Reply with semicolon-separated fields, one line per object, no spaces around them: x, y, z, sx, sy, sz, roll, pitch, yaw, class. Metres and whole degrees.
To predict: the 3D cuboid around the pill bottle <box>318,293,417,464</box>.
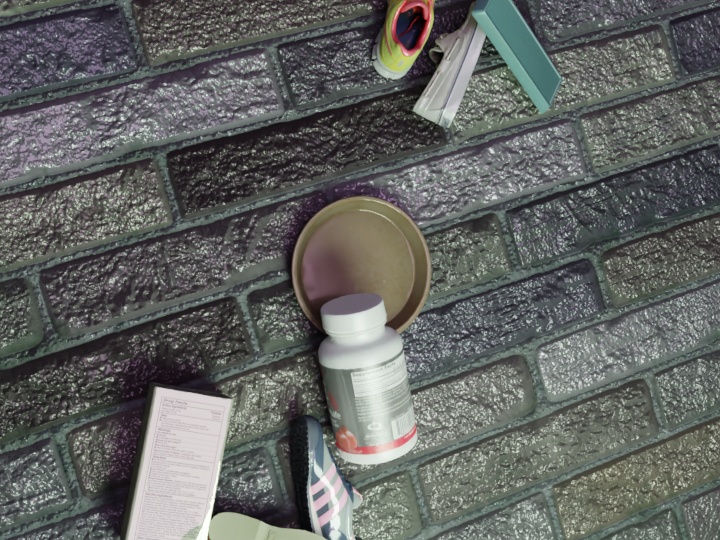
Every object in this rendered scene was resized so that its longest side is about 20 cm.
0.006;0.137;1.307;0.110;0.111;0.201;-15;106;-18;pill bottle

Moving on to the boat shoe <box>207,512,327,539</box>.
-0.101;0.364;1.282;0.199;0.063;0.071;19;54;3;boat shoe

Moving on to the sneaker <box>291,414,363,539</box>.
-0.041;0.282;1.335;0.082;0.070;0.202;-9;98;-23;sneaker

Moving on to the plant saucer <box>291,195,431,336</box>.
0.000;0.000;1.372;0.199;0.029;0.202;1;88;-18;plant saucer

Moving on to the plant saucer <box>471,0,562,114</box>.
0.224;-0.311;1.413;0.200;0.019;0.070;47;60;-35;plant saucer

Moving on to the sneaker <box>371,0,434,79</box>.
0.073;-0.363;1.373;0.078;0.090;0.201;10;84;-16;sneaker

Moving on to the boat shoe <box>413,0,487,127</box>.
0.127;-0.296;1.403;0.065;0.072;0.201;21;81;-1;boat shoe

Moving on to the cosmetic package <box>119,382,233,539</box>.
-0.231;0.248;1.267;0.103;0.073;0.201;13;84;-17;cosmetic package
